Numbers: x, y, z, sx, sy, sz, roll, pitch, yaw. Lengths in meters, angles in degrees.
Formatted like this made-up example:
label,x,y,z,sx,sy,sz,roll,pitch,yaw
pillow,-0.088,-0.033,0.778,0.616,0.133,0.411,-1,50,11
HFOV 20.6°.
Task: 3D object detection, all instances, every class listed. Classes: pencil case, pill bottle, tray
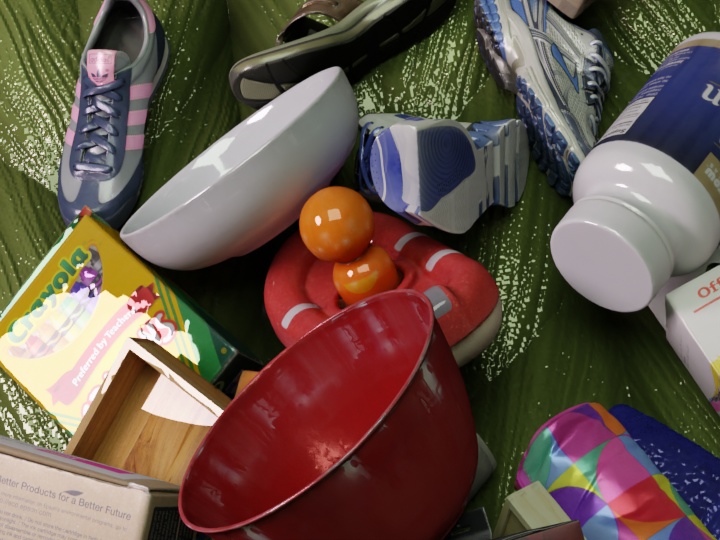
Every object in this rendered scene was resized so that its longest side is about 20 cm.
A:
label,x,y,z,sx,sy,sz,roll,pitch,yaw
pencil case,0.177,0.177,1.236,0.088,0.088,0.200,-33,60,-9
pill bottle,0.218,-0.066,1.378,0.111,0.111,0.200,27,57,21
tray,-0.161,0.156,1.334,0.099,0.037,0.200,35,100,26

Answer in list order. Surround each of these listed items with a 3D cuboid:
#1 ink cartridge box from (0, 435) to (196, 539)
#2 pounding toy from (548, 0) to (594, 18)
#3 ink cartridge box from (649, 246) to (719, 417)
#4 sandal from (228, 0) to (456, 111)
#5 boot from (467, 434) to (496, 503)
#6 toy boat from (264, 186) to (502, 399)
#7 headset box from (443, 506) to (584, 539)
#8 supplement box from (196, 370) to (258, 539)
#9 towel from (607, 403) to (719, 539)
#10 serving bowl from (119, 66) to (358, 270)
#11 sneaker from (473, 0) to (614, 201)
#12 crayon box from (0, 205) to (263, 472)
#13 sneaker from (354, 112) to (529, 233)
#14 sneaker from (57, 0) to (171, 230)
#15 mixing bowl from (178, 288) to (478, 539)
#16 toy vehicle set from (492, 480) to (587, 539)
label,x,y,z,sx,sy,sz,roll,pitch,yaw
ink cartridge box,-0.215,0.201,1.295,0.199,0.075,0.165,12,89,28
pounding toy,0.143,-0.313,1.524,0.200,0.142,0.184,39,51,10
ink cartridge box,0.286,0.048,1.350,0.116,0.068,0.200,-29,61,-6
sandal,-0.016,-0.184,1.524,0.201,0.080,0.057,-30,66,-18
boot,0.028,0.194,1.314,0.182,0.073,0.200,51,49,-9
toy boat,0.000,0.000,1.357,0.130,0.131,0.200,-33,25,-13
headset box,0.083,0.245,1.192,0.075,0.149,0.201,-10,79,-37
supplement box,-0.069,0.173,1.343,0.066,0.069,0.201,6,66,15
towel,0.210,0.192,1.300,0.200,0.050,0.148,33,68,22
serving bowl,-0.075,-0.062,1.424,0.200,0.200,0.066,-41,101,-13
sneaker,0.155,-0.141,1.472,0.085,0.077,0.200,-19,61,-6
crayon box,-0.183,0.052,1.417,0.200,0.051,0.127,39,93,26
sneaker,0.036,-0.071,1.413,0.115,0.199,0.081,3,97,25
sneaker,-0.198,-0.125,1.515,0.070,0.082,0.201,2,62,10
mixing bowl,-0.003,0.119,1.208,0.200,0.108,0.200,-35,20,15
toy vehicle set,0.145,0.243,1.219,0.026,0.124,0.200,-21,56,-28
